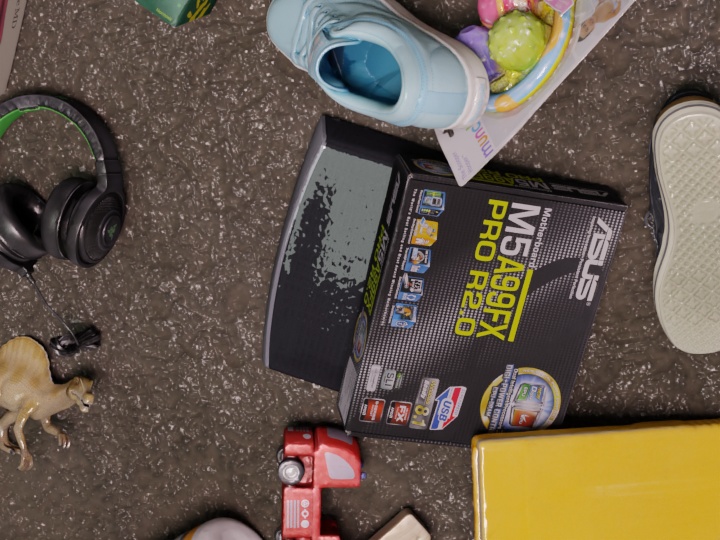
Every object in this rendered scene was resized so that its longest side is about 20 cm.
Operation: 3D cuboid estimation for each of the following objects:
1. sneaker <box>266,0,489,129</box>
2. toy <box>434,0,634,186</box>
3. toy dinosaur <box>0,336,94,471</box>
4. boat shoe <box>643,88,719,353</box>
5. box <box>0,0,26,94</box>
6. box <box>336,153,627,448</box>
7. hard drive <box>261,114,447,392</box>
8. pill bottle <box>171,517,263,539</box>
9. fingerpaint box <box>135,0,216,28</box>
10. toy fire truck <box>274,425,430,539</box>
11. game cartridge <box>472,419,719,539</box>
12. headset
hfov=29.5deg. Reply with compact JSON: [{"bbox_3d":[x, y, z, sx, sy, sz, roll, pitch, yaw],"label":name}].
[{"bbox_3d":[-0.009,-0.148,0.895,0.200,0.082,0.074,28,111,41],"label":"sneaker"},{"bbox_3d":[0.104,-0.164,0.882,0.047,0.115,0.200,32,115,-32],"label":"toy"},{"bbox_3d":[-0.292,0.100,1.117,0.199,0.058,0.101,15,95,23],"label":"toy dinosaur"},{"bbox_3d":[0.230,-0.032,0.926,0.074,0.062,0.201,-7,121,11],"label":"boat shoe"},{"bbox_3d":[-0.324,-0.177,0.942,0.109,0.200,0.128,21,112,6],"label":"box"},{"bbox_3d":[0.082,0.028,0.960,0.160,0.044,0.201,9,112,-14],"label":"box"},{"bbox_3d":[0.000,0.000,1.004,0.134,0.042,0.201,19,112,8],"label":"hard drive"},{"bbox_3d":[-0.163,0.289,1.104,0.200,0.116,0.117,-31,98,22],"label":"pill bottle"},{"bbox_3d":[-0.157,-0.292,0.929,0.200,0.073,0.167,35,113,1],"label":"fingerpaint box"},{"bbox_3d":[0.003,0.220,1.064,0.141,0.049,0.201,2,98,-5],"label":"toy fire truck"},{"bbox_3d":[0.181,0.199,0.971,0.199,0.032,0.177,-3,93,-8],"label":"game cartridge"},{"bbox_3d":[-0.232,-0.034,1.051,0.123,0.094,0.201,-4,92,20],"label":"headset"}]
